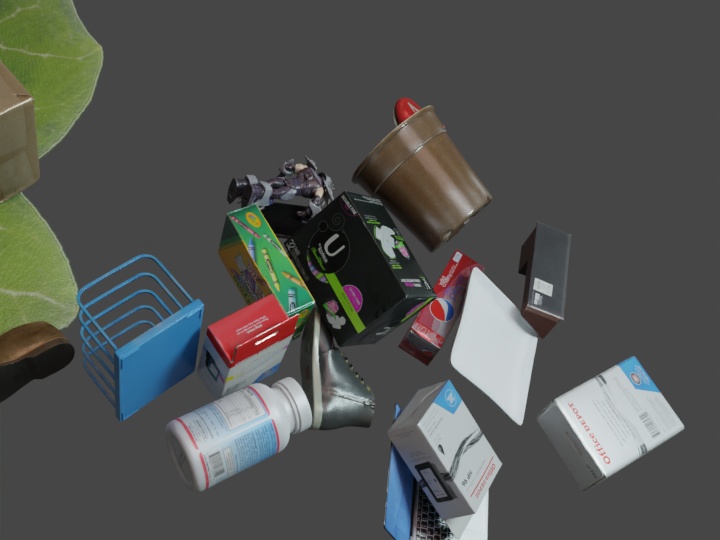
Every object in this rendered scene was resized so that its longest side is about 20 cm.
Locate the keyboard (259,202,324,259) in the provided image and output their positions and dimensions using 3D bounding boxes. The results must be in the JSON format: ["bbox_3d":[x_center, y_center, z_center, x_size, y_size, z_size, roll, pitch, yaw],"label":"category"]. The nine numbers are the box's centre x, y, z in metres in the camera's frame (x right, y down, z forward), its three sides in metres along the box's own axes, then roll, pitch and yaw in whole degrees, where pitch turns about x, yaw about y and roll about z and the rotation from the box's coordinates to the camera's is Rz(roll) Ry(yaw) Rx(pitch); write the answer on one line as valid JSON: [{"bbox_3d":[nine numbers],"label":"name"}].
[{"bbox_3d":[-0.088,-0.060,1.490,0.197,0.021,0.128,7,52,-13],"label":"keyboard"}]

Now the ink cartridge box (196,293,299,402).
[{"bbox_3d":[-0.169,0.110,1.249,0.115,0.201,0.068,-28,71,-30],"label":"ink cartridge box"}]

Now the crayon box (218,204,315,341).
[{"bbox_3d":[-0.156,0.010,1.364,0.058,0.119,0.201,-22,68,-28],"label":"crayon box"}]

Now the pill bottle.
[{"bbox_3d":[-0.175,0.233,1.229,0.198,0.109,0.109,-21,68,-28],"label":"pill bottle"}]

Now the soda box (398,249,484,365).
[{"bbox_3d":[0.142,0.063,1.459,0.063,0.070,0.201,32,55,3],"label":"soda box"}]

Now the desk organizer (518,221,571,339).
[{"bbox_3d":[0.329,0.018,1.536,0.071,0.077,0.202,20,52,-5],"label":"desk organizer"}]

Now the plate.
[{"bbox_3d":[0.222,0.129,1.427,0.200,0.032,0.201,42,50,-28],"label":"plate"}]

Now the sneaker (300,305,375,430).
[{"bbox_3d":[-0.037,0.158,1.349,0.105,0.075,0.203,6,67,-20],"label":"sneaker"}]

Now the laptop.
[{"bbox_3d":[0.120,0.326,1.265,0.197,0.116,0.189,14,57,-9],"label":"laptop"}]

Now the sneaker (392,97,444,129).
[{"bbox_3d":[0.133,-0.269,1.648,0.076,0.085,0.201,-18,67,-27],"label":"sneaker"}]

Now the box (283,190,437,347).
[{"bbox_3d":[0.000,0.000,1.357,0.124,0.148,0.201,4,52,-61],"label":"box"}]

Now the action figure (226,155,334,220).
[{"bbox_3d":[-0.130,-0.145,1.489,0.198,0.070,0.130,-10,43,-34],"label":"action figure"}]

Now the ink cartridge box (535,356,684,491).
[{"bbox_3d":[0.421,0.257,1.424,0.198,0.086,0.147,-21,68,-26],"label":"ink cartridge box"}]

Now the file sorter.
[{"bbox_3d":[-0.322,0.094,1.212,0.138,0.201,0.123,-34,70,-31],"label":"file sorter"}]

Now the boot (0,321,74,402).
[{"bbox_3d":[-0.520,0.136,1.210,0.199,0.074,0.075,-25,51,-33],"label":"boot"}]

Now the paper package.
[{"bbox_3d":[-0.602,-0.241,1.322,0.191,0.201,0.103,45,57,13],"label":"paper package"}]

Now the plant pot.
[{"bbox_3d":[0.120,-0.154,1.522,0.200,0.200,0.199,-37,85,-32],"label":"plant pot"}]

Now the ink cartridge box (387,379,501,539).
[{"bbox_3d":[0.137,0.281,1.246,0.201,0.067,0.116,57,41,-10],"label":"ink cartridge box"}]
